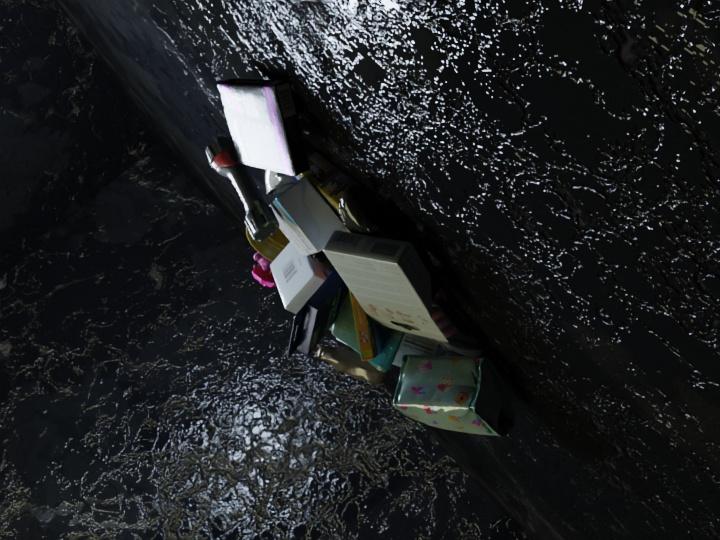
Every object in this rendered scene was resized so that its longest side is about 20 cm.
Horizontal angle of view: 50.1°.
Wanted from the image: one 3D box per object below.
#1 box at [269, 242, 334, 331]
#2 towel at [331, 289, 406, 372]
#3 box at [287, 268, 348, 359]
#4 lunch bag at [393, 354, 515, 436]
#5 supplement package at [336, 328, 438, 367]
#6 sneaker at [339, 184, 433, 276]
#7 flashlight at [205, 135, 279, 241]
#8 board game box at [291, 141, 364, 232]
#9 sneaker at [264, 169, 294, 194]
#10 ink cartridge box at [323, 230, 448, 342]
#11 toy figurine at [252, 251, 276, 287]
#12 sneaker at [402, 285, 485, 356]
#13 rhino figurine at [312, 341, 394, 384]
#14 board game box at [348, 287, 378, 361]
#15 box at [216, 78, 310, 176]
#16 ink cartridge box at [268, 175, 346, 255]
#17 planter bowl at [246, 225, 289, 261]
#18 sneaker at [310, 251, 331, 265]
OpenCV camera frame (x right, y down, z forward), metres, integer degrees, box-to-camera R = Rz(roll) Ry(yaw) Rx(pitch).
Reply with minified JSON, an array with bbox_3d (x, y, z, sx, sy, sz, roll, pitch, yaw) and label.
[{"bbox_3d":[-0.083,0.036,1.723,0.199,0.106,0.153,28,-157,-39],"label":"box"},{"bbox_3d":[0.033,0.065,1.398,0.146,0.202,0.022,34,-158,31],"label":"towel"},{"bbox_3d":[-0.067,0.070,1.401,0.032,0.200,0.122,26,133,13],"label":"box"},{"bbox_3d":[0.179,0.235,1.405,0.168,0.123,0.200,-2,151,32],"label":"lunch bag"},{"bbox_3d":[0.057,0.125,1.558,0.154,0.112,0.200,20,178,-14],"label":"supplement package"},{"bbox_3d":[0.048,-0.059,1.202,0.200,0.076,0.090,45,163,-26],"label":"sneaker"},{"bbox_3d":[-0.210,-0.145,1.371,0.202,0.068,0.068,62,-167,19],"label":"flashlight"},{"bbox_3d":[-0.039,-0.120,1.355,0.200,0.057,0.166,42,167,36],"label":"board game box"},{"bbox_3d":[-0.149,-0.207,1.474,0.200,0.074,0.088,131,120,-68],"label":"sneaker"},{"bbox_3d":[0.050,0.026,1.220,0.159,0.048,0.201,11,148,42],"label":"ink cartridge box"},{"bbox_3d":[-0.217,-0.045,2.068,0.150,0.184,0.201,37,165,47],"label":"toy figurine"},{"bbox_3d":[0.139,0.075,1.308,0.198,0.083,0.070,27,-161,-11],"label":"sneaker"},{"bbox_3d":[-0.028,0.190,1.632,0.197,0.061,0.087,18,-175,7],"label":"rhino figurine"},{"bbox_3d":[0.000,0.055,1.351,0.096,0.030,0.203,26,-128,-83],"label":"board game box"},{"bbox_3d":[-0.161,-0.237,1.255,0.199,0.036,0.145,19,129,51],"label":"box"},{"bbox_3d":[-0.101,-0.092,1.369,0.116,0.067,0.200,51,170,-7],"label":"ink cartridge box"},{"bbox_3d":[-0.161,-0.097,1.800,0.198,0.084,0.201,12,146,8],"label":"planter bowl"},{"bbox_3d":[-0.076,-0.055,1.620,0.200,0.076,0.113,101,158,-72],"label":"sneaker"}]
